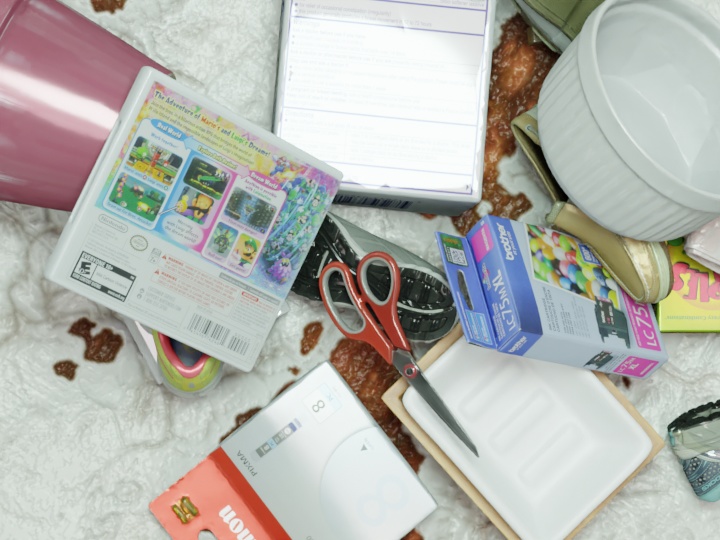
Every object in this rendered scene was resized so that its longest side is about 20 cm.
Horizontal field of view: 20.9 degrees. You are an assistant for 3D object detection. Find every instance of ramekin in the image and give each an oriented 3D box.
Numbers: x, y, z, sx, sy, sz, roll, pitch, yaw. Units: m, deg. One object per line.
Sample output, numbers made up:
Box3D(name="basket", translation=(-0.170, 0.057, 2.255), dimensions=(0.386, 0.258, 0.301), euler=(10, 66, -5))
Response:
Box3D(name="ramekin", translation=(0.238, -0.119, 1.594), dimensions=(0.199, 0.105, 0.202), euler=(18, 54, -26))

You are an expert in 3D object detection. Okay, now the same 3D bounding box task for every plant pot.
Box3D(name="plant pot", translation=(-0.255, -0.132, 1.595), dimensions=(0.177, 0.200, 0.202), euler=(21, 85, 2))

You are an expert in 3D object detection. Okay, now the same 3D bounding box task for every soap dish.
Box3D(name="soap dish", translation=(0.138, 0.130, 1.679), dimensions=(0.157, 0.081, 0.200), euler=(-43, 90, -6))

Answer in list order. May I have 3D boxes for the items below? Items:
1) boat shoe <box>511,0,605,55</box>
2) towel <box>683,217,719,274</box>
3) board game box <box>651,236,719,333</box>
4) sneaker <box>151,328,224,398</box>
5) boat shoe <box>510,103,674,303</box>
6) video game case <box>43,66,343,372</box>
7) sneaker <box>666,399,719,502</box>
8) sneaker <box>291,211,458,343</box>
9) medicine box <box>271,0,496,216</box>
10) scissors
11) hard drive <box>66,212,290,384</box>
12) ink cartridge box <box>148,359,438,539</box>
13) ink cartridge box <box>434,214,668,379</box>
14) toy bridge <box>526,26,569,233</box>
Box3D(name="boat shoe", translation=(0.189, -0.217, 1.676), dimensions=(0.075, 0.068, 0.200), euler=(-47, 127, -1))
Box3D(name="towel", translation=(0.386, -0.068, 1.701), dimensions=(0.190, 0.032, 0.202), euler=(27, 76, -22))
Box3D(name="board game box", translation=(0.306, -0.046, 1.721), dimensions=(0.100, 0.048, 0.202), euler=(0, 86, -5))
Box3D(name="sneaker", translation=(-0.144, 0.004, 1.632), dimensions=(0.077, 0.090, 0.202), euler=(-8, 85, -3))
Box3D(name="boat shoe", translation=(0.190, -0.052, 1.657), dimensions=(0.076, 0.072, 0.201), euler=(-20, 68, -24))
Box3D(name="video game case", translation=(-0.130, -0.038, 1.557), dimensions=(0.199, 0.024, 0.183), euler=(27, 88, -31))
Box3D(name="sneaker", translation=(0.372, 0.144, 1.712), dimensions=(0.198, 0.078, 0.087), euler=(-17, 100, 1))
Box3D(name="sneaker", translation=(0.000, 0.000, 1.687), dimensions=(0.199, 0.079, 0.074), euler=(29, 103, 13))
Box3D(name="medicine box", translation=(0.017, -0.159, 1.676), dimensions=(0.180, 0.103, 0.202), euler=(5, 85, -5))
Box3D(name="scissors", translation=(0.030, 0.077, 1.634), dimensions=(0.073, 0.014, 0.201), euler=(-26, 85, 14))
Box3D(name="hard drive", translation=(-0.165, -0.022, 1.690), dimensions=(0.131, 0.025, 0.201), euler=(-29, 89, -6))
Box3D(name="ink cartridge box", translation=(-0.058, 0.200, 1.674), dimensions=(0.199, 0.047, 0.161), euler=(-38, 90, -8))
Box3D(name="ink cartridge box", translation=(0.162, 0.020, 1.640), dimensions=(0.198, 0.042, 0.120), euler=(10, 50, -31))
Box3D(name="toy bridge", translation=(0.192, -0.120, 1.727), dimensions=(0.066, 0.027, 0.202), euler=(-7, 86, -7))
